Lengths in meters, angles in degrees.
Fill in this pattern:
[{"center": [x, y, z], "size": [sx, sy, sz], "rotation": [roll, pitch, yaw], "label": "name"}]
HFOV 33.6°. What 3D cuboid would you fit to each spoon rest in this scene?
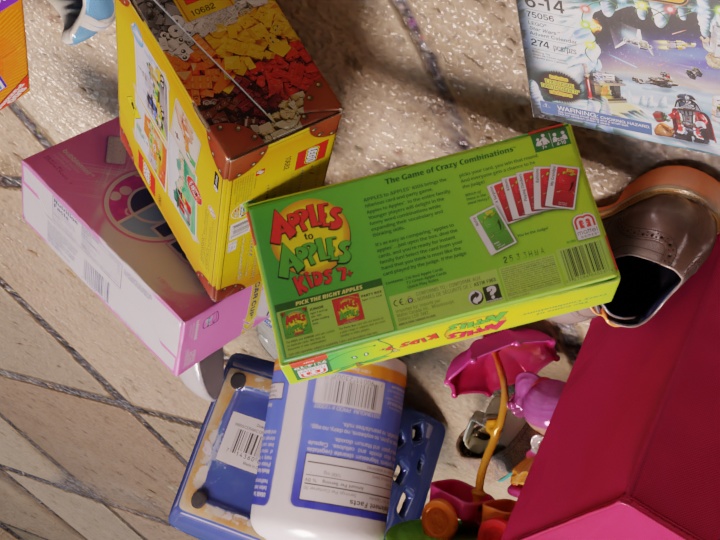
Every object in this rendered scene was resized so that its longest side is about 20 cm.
[{"center": [-0.147, 0.019, 1.041], "size": [0.060, 0.099, 0.201], "rotation": [-11, 109, 8], "label": "spoon rest"}]

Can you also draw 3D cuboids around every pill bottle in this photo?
[{"center": [-0.028, 0.166, 0.969], "size": [0.111, 0.201, 0.112], "rotation": [8, 168, 2], "label": "pill bottle"}]

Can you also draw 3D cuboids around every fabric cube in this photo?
[{"center": [0.238, 0.129, 0.769], "size": [0.199, 0.200, 0.196], "rotation": [31, 153, -5], "label": "fabric cube"}]

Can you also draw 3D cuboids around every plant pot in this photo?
[{"center": [-0.055, 0.192, 1.129], "size": [0.199, 0.201, 0.180], "rotation": [14, 166, 24], "label": "plant pot"}]

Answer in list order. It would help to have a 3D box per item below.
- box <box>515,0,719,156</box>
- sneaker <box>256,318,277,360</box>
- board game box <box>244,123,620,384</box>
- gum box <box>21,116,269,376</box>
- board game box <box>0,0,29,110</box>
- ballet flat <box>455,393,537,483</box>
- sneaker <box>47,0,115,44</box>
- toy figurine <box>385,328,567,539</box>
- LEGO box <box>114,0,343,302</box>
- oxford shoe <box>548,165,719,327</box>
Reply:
[{"center": [0.175, -0.113, 0.580], "size": [0.199, 0.040, 0.137], "rotation": [16, 150, 26], "label": "box"}, {"center": [-0.067, 0.018, 1.029], "size": [0.085, 0.077, 0.200], "rotation": [2, 153, 36], "label": "sneaker"}, {"center": [0.041, -0.009, 0.706], "size": [0.199, 0.102, 0.048], "rotation": [-14, 161, -1], "label": "board game box"}, {"center": [-0.155, -0.030, 0.894], "size": [0.200, 0.113, 0.066], "rotation": [42, 142, 20], "label": "gum box"}, {"center": [-0.345, -0.164, 0.726], "size": [0.200, 0.200, 0.200], "rotation": [52, 163, -1], "label": "board game box"}, {"center": [0.132, 0.145, 1.056], "size": [0.067, 0.068, 0.200], "rotation": [36, 152, 0], "label": "ballet flat"}, {"center": [-0.228, -0.226, 0.743], "size": [0.200, 0.073, 0.072], "rotation": [43, 152, -24], "label": "sneaker"}, {"center": [0.124, 0.139, 0.923], "size": [0.199, 0.185, 0.150], "rotation": [12, -175, 41], "label": "toy figurine"}, {"center": [-0.092, -0.093, 0.764], "size": [0.149, 0.077, 0.200], "rotation": [59, 160, 17], "label": "LEGO box"}, {"center": [0.156, 0.003, 0.765], "size": [0.071, 0.073, 0.200], "rotation": [29, 154, -4], "label": "oxford shoe"}]
